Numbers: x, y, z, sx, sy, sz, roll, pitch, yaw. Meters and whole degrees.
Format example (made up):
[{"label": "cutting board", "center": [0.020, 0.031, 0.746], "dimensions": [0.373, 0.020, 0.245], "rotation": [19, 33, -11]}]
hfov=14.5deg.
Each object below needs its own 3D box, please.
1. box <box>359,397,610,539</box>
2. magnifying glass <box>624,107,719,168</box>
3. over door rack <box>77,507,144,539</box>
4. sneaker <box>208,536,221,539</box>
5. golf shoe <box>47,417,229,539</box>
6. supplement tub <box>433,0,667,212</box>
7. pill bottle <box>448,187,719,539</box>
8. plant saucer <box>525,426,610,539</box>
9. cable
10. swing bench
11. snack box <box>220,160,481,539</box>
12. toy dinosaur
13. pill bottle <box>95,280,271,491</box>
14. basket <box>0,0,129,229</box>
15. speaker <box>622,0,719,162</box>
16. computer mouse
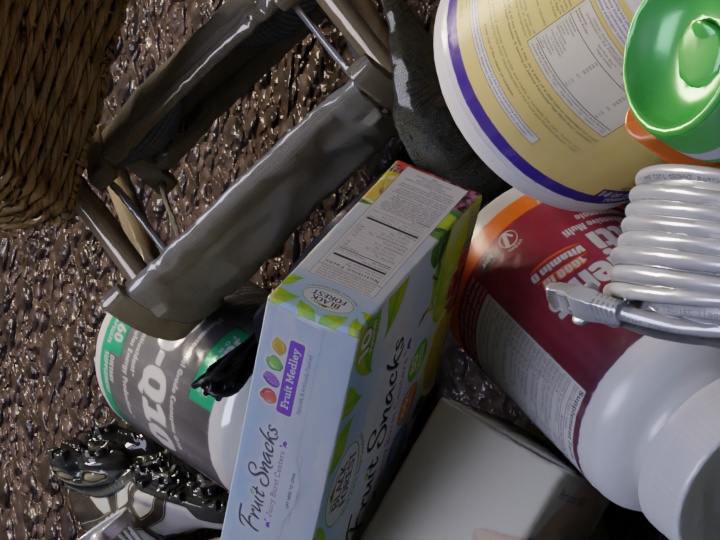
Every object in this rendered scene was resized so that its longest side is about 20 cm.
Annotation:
[{"label": "box", "center": [0.036, 0.170, 1.400], "dimensions": [0.078, 0.095, 0.200], "rotation": [30, 93, 24]}, {"label": "magnifying glass", "center": [0.160, -0.046, 1.265], "dimensions": [0.079, 0.200, 0.022], "rotation": [-9, 75, 21]}, {"label": "over door rack", "center": [-0.162, 0.243, 1.771], "dimensions": [0.148, 0.067, 0.200], "rotation": [52, 140, -5]}, {"label": "sneaker", "center": [-0.057, 0.225, 1.577], "dimensions": [0.200, 0.085, 0.077], "rotation": [47, 127, 43]}, {"label": "golf shoe", "center": [-0.115, 0.150, 1.765], "dimensions": [0.200, 0.078, 0.095], "rotation": [8, 115, 56]}, {"label": "supplement tub", "center": [0.143, -0.127, 1.318], "dimensions": [0.200, 0.145, 0.146], "rotation": [-33, 65, 50]}, {"label": "pill bottle", "center": [0.133, 0.047, 1.368], "dimensions": [0.200, 0.109, 0.110], "rotation": [46, 127, 43]}, {"label": "plant saucer", "center": [0.039, 0.195, 1.470], "dimensions": [0.199, 0.048, 0.200], "rotation": [-19, 72, 18]}, {"label": "cable", "center": [0.205, 0.005, 1.194], "dimensions": [0.200, 0.200, 0.069], "rotation": [6, 86, 44]}, {"label": "swing bench", "center": [-0.075, -0.088, 1.581], "dimensions": [0.199, 0.130, 0.200], "rotation": [-41, 57, 13]}, {"label": "snack box", "center": [-0.009, 0.066, 1.365], "dimensions": [0.053, 0.142, 0.200], "rotation": [24, 127, 16]}, {"label": "toy dinosaur", "center": [0.061, -0.074, 1.446], "dimensions": [0.077, 0.200, 0.102], "rotation": [23, 72, 41]}, {"label": "pill bottle", "center": [-0.059, 0.072, 1.634], "dimensions": [0.200, 0.113, 0.113], "rotation": [27, 112, 51]}, {"label": "basket", "center": [-0.226, -0.137, 1.526], "dimensions": [0.143, 0.149, 0.200], "rotation": [7, 79, 35]}, {"label": "speaker", "center": [0.208, -0.072, 1.173], "dimensions": [0.088, 0.200, 0.089], "rotation": [-22, 63, 52]}, {"label": "computer mouse", "center": [0.000, 0.000, 1.495], "dimensions": [0.046, 0.140, 0.200], "rotation": [46, 137, 4]}]
